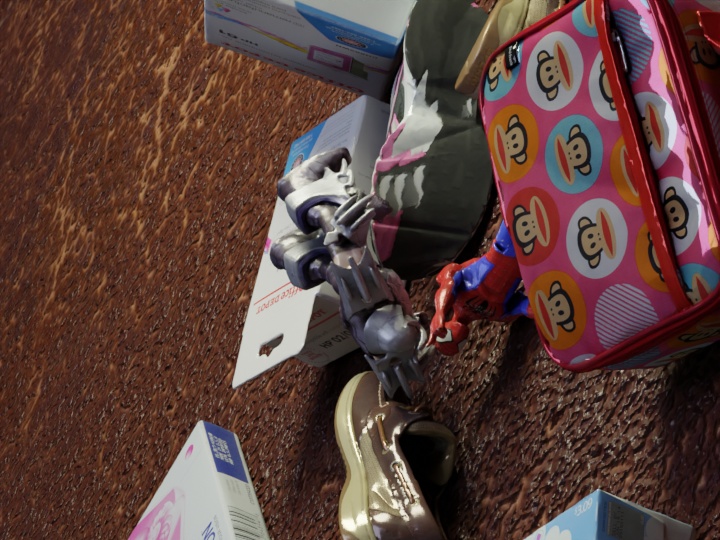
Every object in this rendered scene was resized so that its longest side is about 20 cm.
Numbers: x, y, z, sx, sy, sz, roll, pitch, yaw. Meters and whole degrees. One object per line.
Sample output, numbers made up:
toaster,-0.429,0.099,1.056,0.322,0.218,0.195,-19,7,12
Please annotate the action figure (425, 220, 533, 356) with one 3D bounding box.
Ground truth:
action figure,0.101,-0.011,1.752,0.200,0.065,0.099,-54,15,29

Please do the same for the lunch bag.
lunch bag,0.157,-0.055,1.564,0.176,0.082,0.200,-29,69,44

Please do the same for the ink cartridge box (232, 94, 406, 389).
ink cartridge box,-0.017,-0.008,2.027,0.115,0.068,0.200,-30,41,57

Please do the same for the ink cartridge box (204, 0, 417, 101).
ink cartridge box,-0.031,-0.197,2.065,0.200,0.144,0.085,106,-177,-82

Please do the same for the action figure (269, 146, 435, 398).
action figure,0.000,0.000,1.832,0.200,0.069,0.130,-127,22,-55

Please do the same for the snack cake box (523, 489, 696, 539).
snack cake box,0.093,0.211,1.546,0.200,0.067,0.115,-41,34,48

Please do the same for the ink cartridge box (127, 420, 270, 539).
ink cartridge box,-0.135,0.237,2.096,0.200,0.043,0.196,-59,23,16

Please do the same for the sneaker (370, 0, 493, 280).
sneaker,0.051,-0.082,1.962,0.086,0.080,0.200,106,178,-69

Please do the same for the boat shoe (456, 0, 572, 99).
boat shoe,0.118,-0.147,1.834,0.072,0.072,0.200,-65,-3,25

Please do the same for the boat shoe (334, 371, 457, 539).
boat shoe,0.029,0.120,1.811,0.072,0.072,0.200,-26,24,15
